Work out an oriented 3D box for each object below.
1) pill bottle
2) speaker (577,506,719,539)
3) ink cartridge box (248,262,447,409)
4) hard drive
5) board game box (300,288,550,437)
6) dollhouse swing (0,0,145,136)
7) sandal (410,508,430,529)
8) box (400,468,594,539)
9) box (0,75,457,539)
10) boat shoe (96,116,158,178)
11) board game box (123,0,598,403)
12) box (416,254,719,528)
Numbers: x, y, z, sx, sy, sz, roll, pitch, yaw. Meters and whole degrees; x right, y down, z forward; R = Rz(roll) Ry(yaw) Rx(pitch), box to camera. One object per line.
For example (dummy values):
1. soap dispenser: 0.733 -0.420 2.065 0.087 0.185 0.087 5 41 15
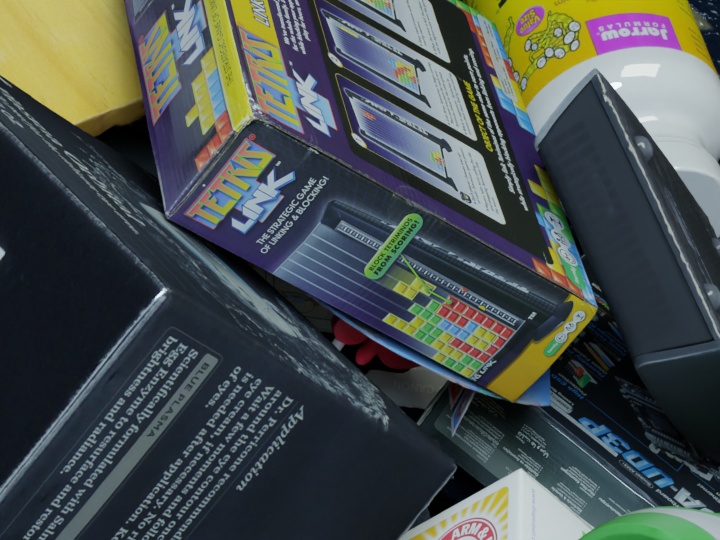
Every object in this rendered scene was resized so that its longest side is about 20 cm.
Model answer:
1. pill bottle: 0.114 -0.095 1.437 0.104 0.104 0.200 5 46 -24
2. speaker: 0.143 0.128 1.089 0.089 0.088 0.200 52 22 25
3. ink cartridge box: -0.017 -0.026 1.355 0.160 0.050 0.201 8 63 -22
4. hard drive: 0.125 0.008 1.190 0.135 0.042 0.200 67 11 21
5. board game box: 0.000 0.000 1.197 0.158 0.039 0.200 31 20 -10
6. dollhouse swing: -0.171 -0.107 1.251 0.200 0.182 0.176 -26 84 -46
7. sandal: -0.040 0.137 1.172 0.076 0.043 0.200 49 40 9
8. box: 0.047 0.190 1.084 0.101 0.112 0.200 41 33 -29
9. box: -0.103 0.028 1.057 0.197 0.118 0.200 43 5 36
10. boat shoe: -0.061 -0.046 1.275 0.199 0.060 0.076 -9 66 -33
11. board game box: -0.006 -0.059 1.148 0.165 0.057 0.200 27 27 -27
12. box: 0.138 0.088 1.280 0.200 0.046 0.159 38 28 8
